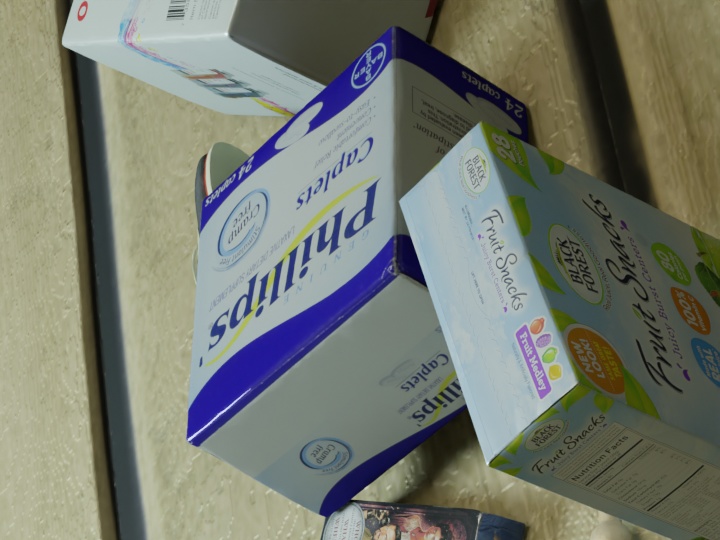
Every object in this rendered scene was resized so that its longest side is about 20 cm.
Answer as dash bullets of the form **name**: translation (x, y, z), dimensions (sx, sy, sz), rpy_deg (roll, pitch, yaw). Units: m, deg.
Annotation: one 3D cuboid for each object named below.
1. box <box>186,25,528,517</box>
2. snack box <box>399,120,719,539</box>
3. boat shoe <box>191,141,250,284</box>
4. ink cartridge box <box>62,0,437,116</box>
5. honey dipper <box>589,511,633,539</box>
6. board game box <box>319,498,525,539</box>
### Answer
- **box**: translation (0.000, 0.000, 1.451), dimensions (0.184, 0.105, 0.201), rpy_deg (-41, 33, 33)
- **snack box**: translation (0.127, 0.039, 1.215), dimensions (0.068, 0.199, 0.169), rpy_deg (-45, 42, 28)
- **boat shoe**: translation (-0.074, 0.007, 1.603), dimensions (0.063, 0.071, 0.201), rpy_deg (-44, 46, 32)
- **ink cartridge box**: translation (-0.065, -0.185, 1.622), dimensions (0.200, 0.144, 0.146), rpy_deg (6, 78, 53)
- **honey dipper**: translation (0.124, 0.056, 1.348), dimensions (0.038, 0.038, 0.201), rpy_deg (-26, 55, 42)
- **board game box**: translation (0.013, 0.227, 1.401), dimensions (0.135, 0.034, 0.201), rpy_deg (-3, 70, 51)
